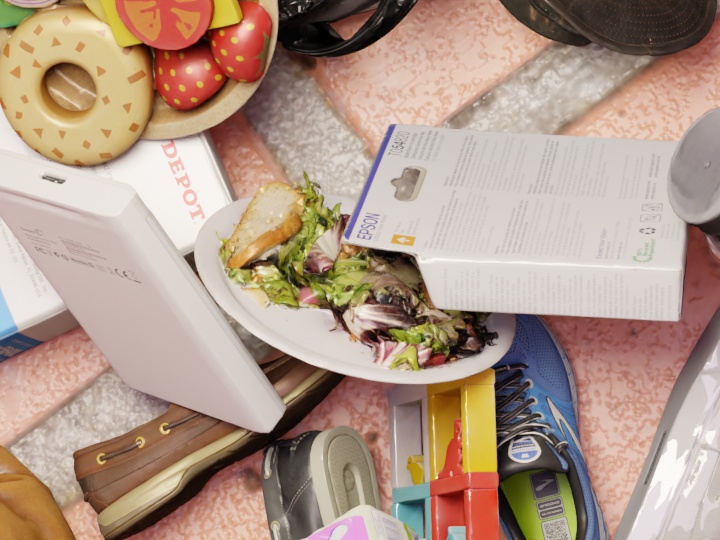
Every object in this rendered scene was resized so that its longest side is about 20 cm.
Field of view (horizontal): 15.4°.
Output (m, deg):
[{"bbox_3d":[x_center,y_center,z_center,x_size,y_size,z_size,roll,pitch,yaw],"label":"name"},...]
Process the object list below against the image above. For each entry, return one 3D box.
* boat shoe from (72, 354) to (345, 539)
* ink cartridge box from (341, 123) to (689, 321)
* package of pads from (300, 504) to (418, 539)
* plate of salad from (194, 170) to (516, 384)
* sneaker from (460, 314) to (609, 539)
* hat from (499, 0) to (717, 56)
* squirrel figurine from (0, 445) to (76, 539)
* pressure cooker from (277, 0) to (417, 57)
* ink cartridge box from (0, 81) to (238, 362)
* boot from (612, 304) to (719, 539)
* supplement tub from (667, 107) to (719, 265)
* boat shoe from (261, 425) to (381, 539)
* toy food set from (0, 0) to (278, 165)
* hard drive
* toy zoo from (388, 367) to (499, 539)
[{"bbox_3d":[-0.093,0.089,1.663,0.199,0.072,0.068,-34,80,4],"label":"boat shoe"},{"bbox_3d":[0.100,-0.031,1.598,0.198,0.200,0.041,5,115,9],"label":"ink cartridge box"},{"bbox_3d":[-0.043,0.248,1.546,0.199,0.068,0.155,-31,50,18],"label":"package of pads"},{"bbox_3d":[0.000,0.000,1.586,0.199,0.200,0.048,24,120,10],"label":"plate of salad"},{"bbox_3d":[0.103,0.100,1.625,0.078,0.089,0.201,-20,80,3],"label":"sneaker"},{"bbox_3d":[0.127,-0.201,1.664,0.081,0.200,0.201,-43,74,45],"label":"hat"},{"bbox_3d":[-0.228,0.193,1.608,0.199,0.187,0.142,33,87,11],"label":"squirrel figurine"},{"bbox_3d":[-0.021,-0.235,1.649,0.177,0.176,0.201,-16,79,8],"label":"pressure cooker"},{"bbox_3d":[-0.185,-0.045,1.689,0.199,0.084,0.147,-24,80,3],"label":"ink cartridge box"},{"bbox_3d":[0.229,0.115,1.624,0.095,0.074,0.201,24,88,-2],"label":"boot"},{"bbox_3d":[0.274,-0.030,1.563,0.199,0.107,0.108,21,83,-33],"label":"supplement tub"},{"bbox_3d":[-0.022,0.200,1.647,0.067,0.072,0.202,-11,83,32],"label":"boat shoe"},{"bbox_3d":[-0.146,-0.163,1.586,0.199,0.049,0.199,-10,117,24],"label":"toy food set"},{"bbox_3d":[-0.136,0.013,1.569,0.131,0.200,0.026,16,61,40],"label":"hard drive"},{"bbox_3d":[0.050,0.135,1.610,0.020,0.131,0.202,1,81,-20],"label":"toy zoo"}]
